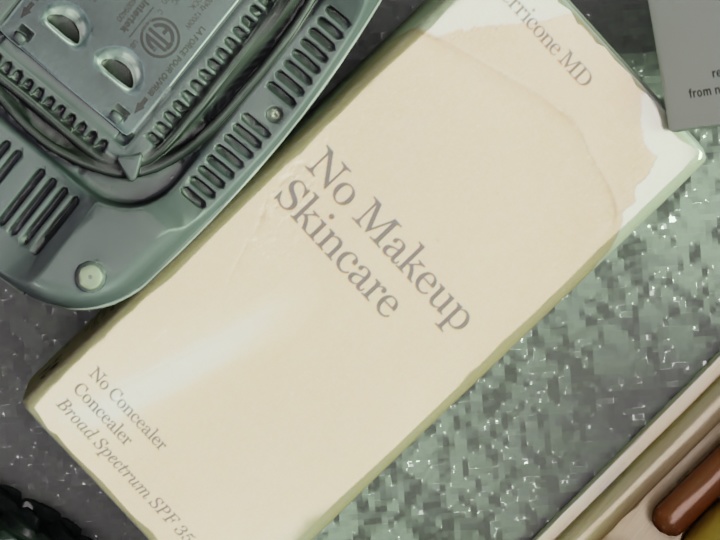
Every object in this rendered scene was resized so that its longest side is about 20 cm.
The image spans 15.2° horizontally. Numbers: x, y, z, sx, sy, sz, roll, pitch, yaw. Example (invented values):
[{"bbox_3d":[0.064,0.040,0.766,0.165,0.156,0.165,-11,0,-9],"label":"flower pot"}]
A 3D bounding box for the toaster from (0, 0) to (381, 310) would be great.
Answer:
[{"bbox_3d":[-0.060,-0.086,0.788,0.113,0.129,0.200,38,91,-6],"label":"toaster"}]

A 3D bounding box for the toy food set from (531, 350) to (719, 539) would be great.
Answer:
[{"bbox_3d":[0.149,0.096,0.848,0.200,0.060,0.144,-44,95,0],"label":"toy food set"}]

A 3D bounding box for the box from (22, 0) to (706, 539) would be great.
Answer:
[{"bbox_3d":[0.000,0.000,0.823,0.200,0.078,0.095,-45,95,0],"label":"box"}]

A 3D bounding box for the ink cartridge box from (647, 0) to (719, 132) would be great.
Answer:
[{"bbox_3d":[0.148,-0.152,0.790,0.146,0.083,0.202,-13,95,-40],"label":"ink cartridge box"}]

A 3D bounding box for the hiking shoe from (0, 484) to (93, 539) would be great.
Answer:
[{"bbox_3d":[-0.092,0.135,0.829,0.199,0.074,0.087,35,98,-1],"label":"hiking shoe"}]
